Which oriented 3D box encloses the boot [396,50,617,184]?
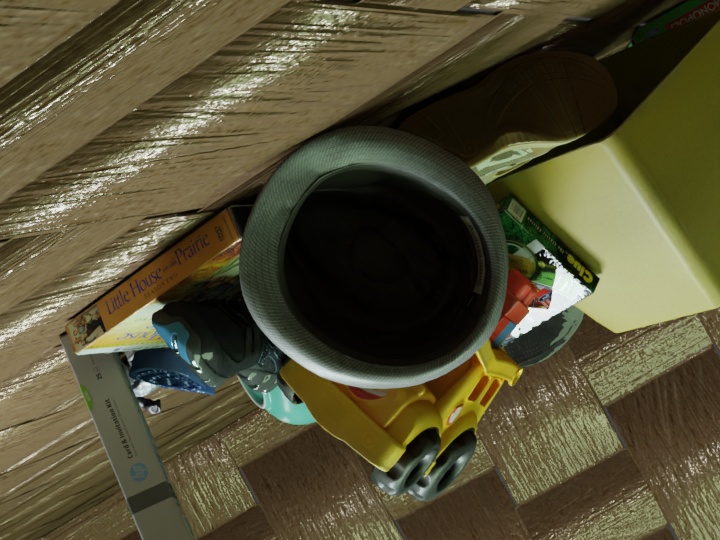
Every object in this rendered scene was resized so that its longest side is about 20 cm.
[{"bbox_3d":[0.088,-0.094,1.446,0.199,0.073,0.155,-25,173,-24],"label":"boot"}]

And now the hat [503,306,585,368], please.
[{"bbox_3d":[0.119,-0.006,1.717,0.199,0.201,0.081,-30,-143,8],"label":"hat"}]

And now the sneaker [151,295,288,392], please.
[{"bbox_3d":[-0.091,0.039,1.412,0.082,0.073,0.200,-44,165,10],"label":"sneaker"}]

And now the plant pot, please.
[{"bbox_3d":[0.234,-0.066,1.528,0.200,0.177,0.199,-44,-166,-34],"label":"plant pot"}]

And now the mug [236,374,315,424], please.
[{"bbox_3d":[-0.058,0.054,1.703,0.114,0.153,0.186,-25,151,-16],"label":"mug"}]

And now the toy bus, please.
[{"bbox_3d":[0.053,0.067,1.463,0.192,0.136,0.200,-48,162,6],"label":"toy bus"}]

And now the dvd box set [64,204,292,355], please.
[{"bbox_3d":[-0.111,0.006,1.433,0.199,0.030,0.146,-33,162,35],"label":"dvd box set"}]

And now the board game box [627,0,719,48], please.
[{"bbox_3d":[0.301,-0.216,1.690,0.134,0.029,0.200,-30,175,0],"label":"board game box"}]

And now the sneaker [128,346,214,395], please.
[{"bbox_3d":[-0.154,0.061,1.616,0.069,0.079,0.200,8,174,2],"label":"sneaker"}]

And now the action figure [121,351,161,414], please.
[{"bbox_3d":[-0.177,0.090,1.817,0.199,0.070,0.130,-20,174,-46],"label":"action figure"}]

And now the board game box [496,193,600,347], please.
[{"bbox_3d":[0.095,0.018,1.552,0.200,0.105,0.024,-35,-164,46],"label":"board game box"}]

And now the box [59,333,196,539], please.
[{"bbox_3d":[-0.187,0.148,1.549,0.041,0.202,0.156,-22,174,-7],"label":"box"}]

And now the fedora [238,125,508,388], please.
[{"bbox_3d":[0.005,-0.012,1.325,0.090,0.198,0.178,-145,-105,-74],"label":"fedora"}]
